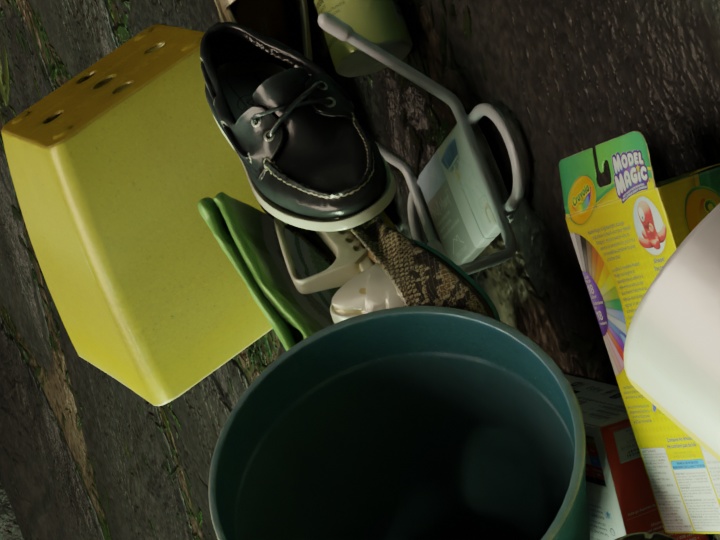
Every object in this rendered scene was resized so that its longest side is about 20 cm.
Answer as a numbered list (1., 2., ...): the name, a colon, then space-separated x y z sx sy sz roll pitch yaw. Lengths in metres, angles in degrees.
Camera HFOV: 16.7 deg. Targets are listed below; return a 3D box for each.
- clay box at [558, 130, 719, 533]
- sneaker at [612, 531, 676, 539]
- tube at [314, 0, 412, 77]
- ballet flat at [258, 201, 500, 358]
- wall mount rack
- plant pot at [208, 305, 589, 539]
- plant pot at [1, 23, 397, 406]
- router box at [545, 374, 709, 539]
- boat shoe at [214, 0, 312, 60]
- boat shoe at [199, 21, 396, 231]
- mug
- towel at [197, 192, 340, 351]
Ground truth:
1. clay box: 0.163 0.029 1.212 0.115 0.047 0.201 163 90 -71
2. sneaker: 0.193 0.214 1.237 0.200 0.080 0.084 45 162 34
3. tube: -0.022 -0.219 1.508 0.058 0.052 0.201 -24 75 28
4. ballet flat: 0.000 0.000 1.393 0.200 0.075 0.068 47 151 44
5. wall mount rack: 0.025 -0.062 1.469 0.175 0.074 0.200 68 160 12
6. plant pot: 0.038 0.156 1.328 0.200 0.199 0.189 55 170 41
7. plant pot: -0.128 -0.054 1.644 0.177 0.199 0.200 59 165 -19
8. router box: 0.133 0.154 1.400 0.200 0.049 0.181 11 117 68
9. boat shoe: -0.070 -0.203 1.623 0.068 0.074 0.201 39 152 56
10. boat shoe: -0.043 -0.091 1.414 0.200 0.074 0.066 56 170 54
11. mug: 0.216 0.054 0.991 0.153 0.149 0.187 50 -175 30
12. towel: -0.010 0.030 1.474 0.150 0.031 0.200 56 -167 26
